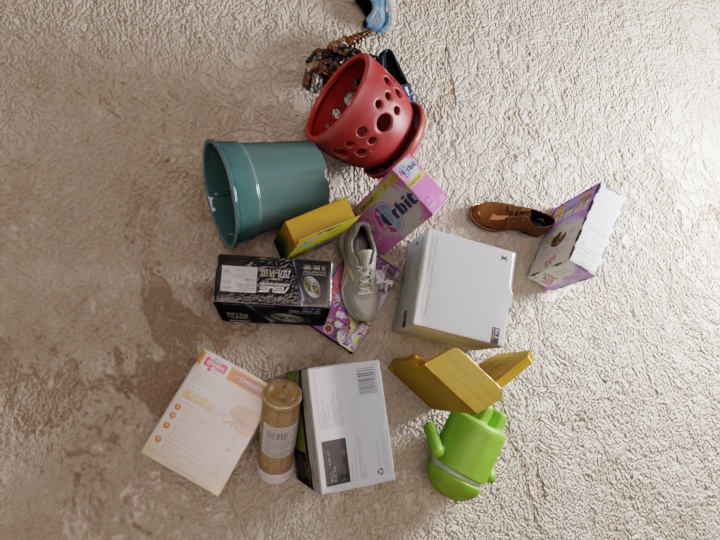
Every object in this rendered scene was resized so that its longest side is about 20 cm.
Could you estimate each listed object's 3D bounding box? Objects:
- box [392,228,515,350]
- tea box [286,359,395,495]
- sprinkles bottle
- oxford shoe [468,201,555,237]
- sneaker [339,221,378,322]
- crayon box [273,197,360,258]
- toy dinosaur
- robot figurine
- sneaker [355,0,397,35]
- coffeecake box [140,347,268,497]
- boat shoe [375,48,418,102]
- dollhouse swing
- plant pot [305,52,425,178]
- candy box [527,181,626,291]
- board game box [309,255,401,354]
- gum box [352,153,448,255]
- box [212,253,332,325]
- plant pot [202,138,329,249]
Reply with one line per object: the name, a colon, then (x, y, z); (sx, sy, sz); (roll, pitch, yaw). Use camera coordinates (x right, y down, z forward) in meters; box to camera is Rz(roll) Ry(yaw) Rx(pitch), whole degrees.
box: (0.190, 0.045, 1.131); (0.199, 0.131, 0.200); (15, 75, -12)
tea box: (-0.044, 0.269, 0.982); (0.133, 0.197, 0.202); (-4, 81, -20)
sprinkles bottle: (-0.142, 0.282, 0.960); (0.068, 0.201, 0.068); (7, 33, -5)
oxford shoe: (0.341, -0.123, 1.240); (0.198, 0.071, 0.072); (6, 79, -13)
sneaker: (0.000, 0.000, 1.080); (0.075, 0.092, 0.202); (-7, 80, -15)
crayon box: (-0.086, -0.077, 1.041); (0.126, 0.200, 0.051); (-24, 88, -19)
toy dinosaur: (-0.039, -0.455, 1.196); (0.135, 0.102, 0.201); (35, 93, 12)
robot figurine: (0.203, 0.350, 1.070); (0.175, 0.115, 0.201); (31, 82, -28)
sneaker: (0.030, -0.638, 1.258); (0.089, 0.078, 0.202); (-2, 79, -13)
coffeecake box: (-0.259, 0.265, 0.980); (0.153, 0.073, 0.201); (29, 73, 2)
boat shoe: (0.076, -0.390, 1.221); (0.084, 0.069, 0.201); (-26, 86, -19)
dollhouse swing: (0.193, 0.172, 1.067); (0.182, 0.200, 0.176); (43, 72, -3)
plant pot: (0.014, -0.297, 1.112); (0.182, 0.200, 0.202); (30, 71, -32)
candy box: (0.468, -0.068, 1.211); (0.071, 0.168, 0.201); (30, 73, -6)
board game box: (-0.013, 0.053, 1.128); (0.120, 0.032, 0.201); (32, 72, -3)
gum box: (0.067, -0.123, 1.100); (0.114, 0.200, 0.066); (47, 53, -3)
box: (-0.156, 0.040, 1.005); (0.198, 0.164, 0.087); (4, 73, -8)
plant pot: (-0.175, -0.159, 1.050); (0.195, 0.200, 0.202); (-14, 83, -26)
